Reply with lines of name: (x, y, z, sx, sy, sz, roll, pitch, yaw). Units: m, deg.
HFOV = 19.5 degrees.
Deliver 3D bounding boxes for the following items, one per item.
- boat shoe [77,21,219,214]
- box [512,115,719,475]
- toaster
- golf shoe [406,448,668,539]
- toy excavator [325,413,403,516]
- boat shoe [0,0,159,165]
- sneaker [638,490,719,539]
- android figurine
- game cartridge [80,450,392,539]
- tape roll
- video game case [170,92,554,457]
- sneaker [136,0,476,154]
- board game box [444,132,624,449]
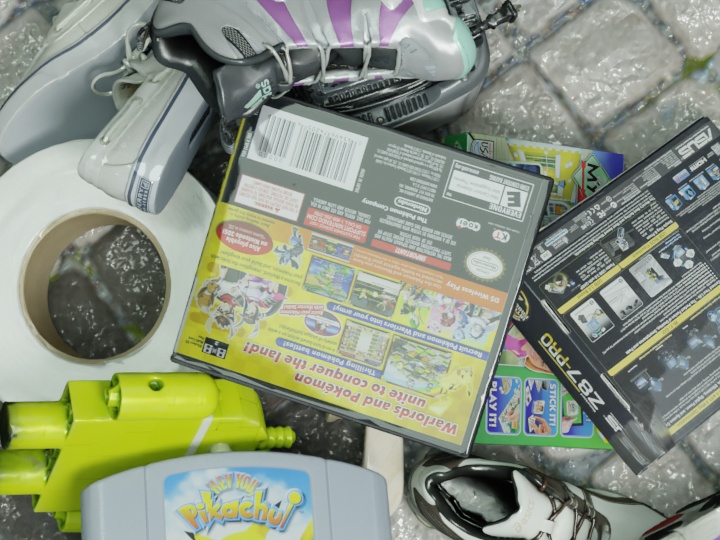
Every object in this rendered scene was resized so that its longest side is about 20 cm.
boat shoe: (-0.138, -0.121, 1.402, 0.086, 0.075, 0.202, 20, 49, 6)
box: (0.202, 0.012, 1.360, 0.200, 0.049, 0.161, -35, 79, -29)
toaster: (0.007, -0.141, 1.395, 0.199, 0.129, 0.114, -20, 84, 0)
golf shoe: (0.124, 0.172, 1.374, 0.199, 0.094, 0.078, 15, 85, 6)
toy excavator: (-0.025, 0.191, 1.399, 0.199, 0.100, 0.195, -26, 81, -11)
boat shoe: (-0.185, -0.158, 1.459, 0.200, 0.071, 0.070, -45, 50, 2)
sneaker: (0.230, 0.190, 1.343, 0.199, 0.081, 0.084, -24, 88, -27)
android figurine: (-0.143, 0.118, 1.375, 0.199, 0.182, 0.041, 3, 54, -23)
game cartridge: (-0.077, 0.182, 1.328, 0.199, 0.041, 0.134, -2, 65, -9)
tape roll: (-0.175, 0.014, 1.433, 0.201, 0.071, 0.204, -1, 84, 5)
video game case: (0.000, 0.000, 1.308, 0.199, 0.025, 0.182, 18, 94, 7)
sneaker: (-0.040, -0.123, 1.273, 0.199, 0.078, 0.140, 19, 60, 13)
board game box: (0.114, 0.016, 1.385, 0.134, 0.029, 0.201, 5, 83, -32)
